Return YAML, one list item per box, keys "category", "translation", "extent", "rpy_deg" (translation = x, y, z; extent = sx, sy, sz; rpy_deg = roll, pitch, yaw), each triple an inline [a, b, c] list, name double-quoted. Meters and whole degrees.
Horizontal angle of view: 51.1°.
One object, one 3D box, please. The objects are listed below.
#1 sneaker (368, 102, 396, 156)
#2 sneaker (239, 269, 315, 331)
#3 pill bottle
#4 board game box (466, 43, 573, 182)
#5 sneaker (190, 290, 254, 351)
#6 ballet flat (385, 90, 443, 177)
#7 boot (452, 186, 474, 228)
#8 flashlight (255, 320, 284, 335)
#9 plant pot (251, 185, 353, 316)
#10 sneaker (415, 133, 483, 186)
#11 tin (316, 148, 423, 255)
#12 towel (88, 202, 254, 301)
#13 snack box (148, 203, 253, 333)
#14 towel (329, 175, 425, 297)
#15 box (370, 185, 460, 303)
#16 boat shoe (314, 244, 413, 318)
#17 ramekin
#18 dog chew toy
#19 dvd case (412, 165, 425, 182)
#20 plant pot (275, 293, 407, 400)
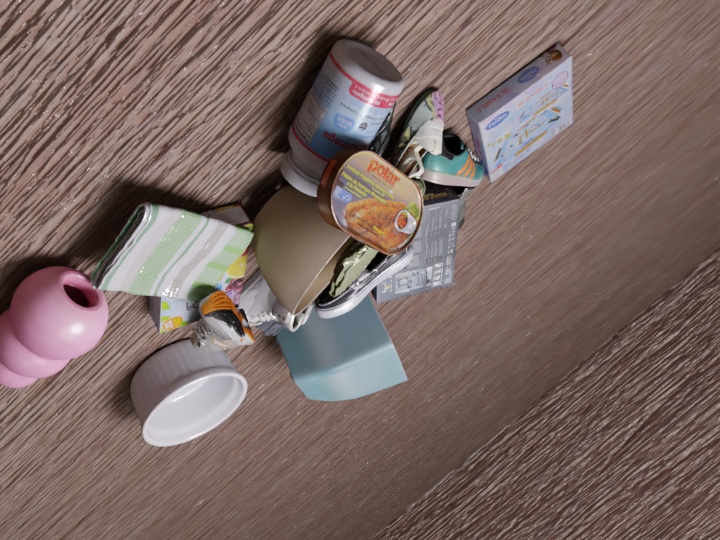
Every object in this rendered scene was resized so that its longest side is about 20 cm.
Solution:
- category: "sneaker"
  translation: [0.013, -0.216, 1.133]
  extent: [0.088, 0.075, 0.201]
  rpy_deg: [-41, 160, -52]
- category: "sneaker"
  translation: [-0.159, 0.071, 1.292]
  extent: [0.200, 0.116, 0.073]
  rpy_deg: [-47, 151, 21]
- category: "pill bottle"
  translation: [-0.032, -0.204, 1.037]
  extent: [0.108, 0.109, 0.201]
  rpy_deg: [-4, 137, -45]
- category: "board game box"
  translation: [0.294, -0.278, 1.361]
  extent: [0.199, 0.041, 0.200]
  rpy_deg: [-36, 152, -2]
- category: "sneaker"
  translation: [-0.228, 0.094, 1.173]
  extent: [0.091, 0.076, 0.200]
  rpy_deg: [-23, 162, -2]
- category: "ballet flat"
  translation: [0.086, -0.189, 1.210]
  extent: [0.069, 0.071, 0.201]
  rpy_deg: [13, 118, -49]
- category: "boot"
  translation: [0.127, -0.097, 1.410]
  extent: [0.199, 0.068, 0.131]
  rpy_deg: [-36, 157, -20]
- category: "flashlight"
  translation: [-0.110, 0.040, 1.340]
  extent: [0.200, 0.068, 0.068]
  rpy_deg: [-41, 114, 20]
- category: "plant pot"
  translation: [-0.088, -0.051, 1.144]
  extent: [0.201, 0.134, 0.200]
  rpy_deg: [-50, 176, -5]
- category: "sneaker"
  translation: [0.169, -0.195, 1.312]
  extent: [0.199, 0.071, 0.081]
  rpy_deg: [-12, 124, -57]
- category: "tin"
  translation: [0.016, -0.095, 1.039]
  extent: [0.199, 0.042, 0.113]
  rpy_deg: [28, 88, -49]
- category: "towel"
  translation: [-0.254, -0.016, 1.040]
  extent: [0.149, 0.031, 0.199]
  rpy_deg: [-48, 148, 20]
- category: "snack box"
  translation: [-0.247, -0.001, 1.151]
  extent: [0.141, 0.053, 0.201]
  rpy_deg: [-17, 145, -29]
- category: "towel"
  translation: [0.023, -0.051, 1.171]
  extent: [0.200, 0.036, 0.149]
  rpy_deg: [-50, 176, -21]
- category: "box"
  translation: [0.094, -0.045, 1.353]
  extent: [0.156, 0.051, 0.202]
  rpy_deg: [-14, 130, -14]
- category: "boat shoe"
  translation: [0.000, 0.000, 1.260]
  extent: [0.199, 0.070, 0.067]
  rpy_deg: [-33, 130, -6]
- category: "ramekin"
  translation: [-0.311, 0.213, 1.345]
  extent: [0.199, 0.098, 0.201]
  rpy_deg: [-27, 150, -17]
- category: "dog chew toy"
  translation: [-0.432, 0.086, 1.013]
  extent: [0.200, 0.125, 0.124]
  rpy_deg: [-40, 152, 23]
- category: "dvd case"
  translation: [0.030, -0.118, 1.325]
  extent: [0.199, 0.018, 0.143]
  rpy_deg: [-26, 150, -19]
- category: "plant pot"
  translation: [-0.047, 0.143, 1.452]
  extent: [0.198, 0.197, 0.197]
  rpy_deg: [-26, 151, -2]
